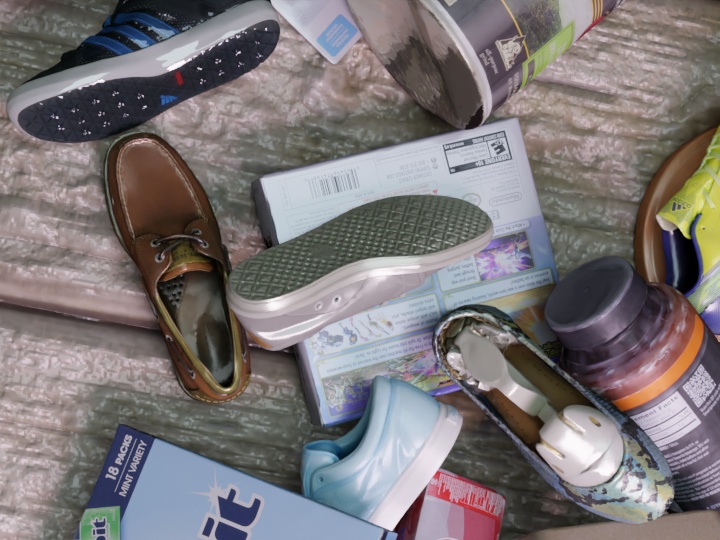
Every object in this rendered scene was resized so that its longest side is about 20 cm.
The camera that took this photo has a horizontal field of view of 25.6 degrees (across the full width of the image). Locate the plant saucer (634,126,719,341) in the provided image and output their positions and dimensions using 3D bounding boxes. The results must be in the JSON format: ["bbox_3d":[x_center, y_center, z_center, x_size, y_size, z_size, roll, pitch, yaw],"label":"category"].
[{"bbox_3d":[0.309,-0.016,1.217,0.200,0.032,0.201,1,85,-13],"label":"plant saucer"}]

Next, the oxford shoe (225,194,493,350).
[{"bbox_3d":[0.000,0.000,1.084,0.200,0.075,0.058,-22,133,-22],"label":"oxford shoe"}]

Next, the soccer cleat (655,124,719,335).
[{"bbox_3d":[0.262,-0.053,1.160,0.084,0.065,0.200,15,82,-10],"label":"soccer cleat"}]

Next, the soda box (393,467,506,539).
[{"bbox_3d":[0.042,0.241,1.081,0.063,0.070,0.200,22,62,-12],"label":"soda box"}]

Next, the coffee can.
[{"bbox_3d":[0.108,-0.218,1.127,0.200,0.146,0.146,-40,95,-13],"label":"coffee can"}]

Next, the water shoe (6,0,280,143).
[{"bbox_3d":[-0.156,-0.153,1.108,0.200,0.072,0.079,-21,63,-13],"label":"water shoe"}]

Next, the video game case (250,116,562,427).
[{"bbox_3d":[0.039,0.000,1.142,0.200,0.045,0.182,-14,88,-15],"label":"video game case"}]

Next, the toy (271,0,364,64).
[{"bbox_3d":[-0.050,-0.261,1.142,0.200,0.047,0.115,43,79,-6],"label":"toy"}]

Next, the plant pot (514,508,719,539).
[{"bbox_3d":[0.177,0.265,1.087,0.200,0.200,0.177,-4,74,-14],"label":"plant pot"}]

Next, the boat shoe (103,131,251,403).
[{"bbox_3d":[-0.119,-0.006,1.092,0.072,0.068,0.200,-23,90,-13],"label":"boat shoe"}]

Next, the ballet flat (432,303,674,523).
[{"bbox_3d":[0.120,0.095,1.054,0.074,0.074,0.200,-44,64,-13],"label":"ballet flat"}]

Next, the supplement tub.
[{"bbox_3d":[0.212,0.082,1.120,0.107,0.107,0.200,-46,116,-13],"label":"supplement tub"}]

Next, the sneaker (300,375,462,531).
[{"bbox_3d":[-0.018,0.158,1.091,0.082,0.074,0.200,34,92,-7],"label":"sneaker"}]

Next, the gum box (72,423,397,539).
[{"bbox_3d":[-0.099,0.215,1.042,0.200,0.045,0.170,19,82,18],"label":"gum box"}]
